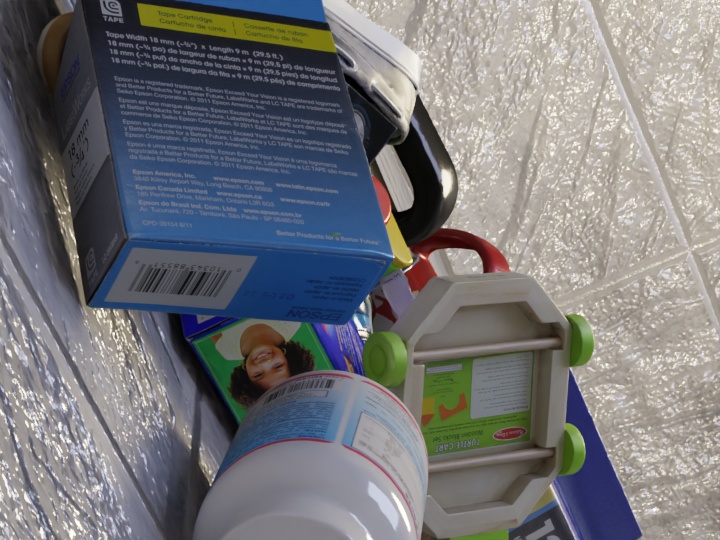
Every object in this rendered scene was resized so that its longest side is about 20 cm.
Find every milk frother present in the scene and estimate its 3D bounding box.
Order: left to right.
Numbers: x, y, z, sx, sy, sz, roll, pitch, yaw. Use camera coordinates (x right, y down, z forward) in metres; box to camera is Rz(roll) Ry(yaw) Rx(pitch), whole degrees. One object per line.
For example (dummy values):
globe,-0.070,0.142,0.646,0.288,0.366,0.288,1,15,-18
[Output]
milk frother,-0.052,-0.059,1.456,0.200,0.180,0.189,-32,101,-40

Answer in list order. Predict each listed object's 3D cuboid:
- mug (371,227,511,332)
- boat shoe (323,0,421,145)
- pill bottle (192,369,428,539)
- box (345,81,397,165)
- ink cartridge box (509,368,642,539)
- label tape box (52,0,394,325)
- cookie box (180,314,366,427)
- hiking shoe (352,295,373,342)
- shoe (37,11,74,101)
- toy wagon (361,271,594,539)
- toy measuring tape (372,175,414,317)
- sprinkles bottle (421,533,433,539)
mug,0.040,0.044,1.601,0.200,0.177,0.134,-113,176,-53
boat shoe,-0.039,-0.141,1.327,0.200,0.071,0.068,29,58,-40
pill bottle,-0.024,0.125,0.989,0.200,0.108,0.109,-67,134,-77
box,-0.088,-0.137,1.166,0.200,0.044,0.160,40,-5,-25
ink cartridge box,0.085,0.154,1.412,0.198,0.199,0.047,65,-9,-13
label tape box,-0.078,-0.074,1.037,0.063,0.143,0.201,-55,-141,45
cookie box,-0.045,0.050,1.246,0.171,0.075,0.201,-107,172,-54
hiking shoe,-0.017,0.060,1.423,0.087,0.074,0.201,-101,170,-58
shoe,-0.133,-0.085,1.136,0.200,0.053,0.070,45,59,-58
toy wagon,0.067,0.103,1.213,0.039,0.154,0.201,17,-73,53
toy measuring tape,0.000,0.000,1.341,0.074,0.073,0.201,6,60,-83
sprinkles bottle,0.051,0.126,1.309,0.068,0.068,0.201,-100,-152,-66
